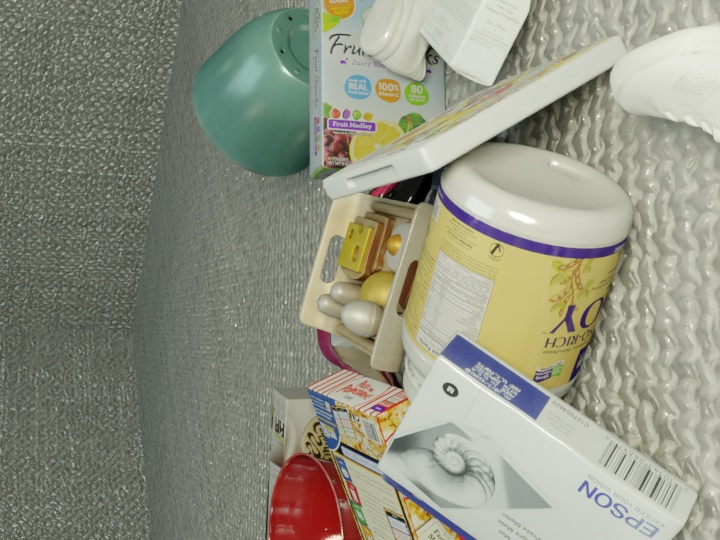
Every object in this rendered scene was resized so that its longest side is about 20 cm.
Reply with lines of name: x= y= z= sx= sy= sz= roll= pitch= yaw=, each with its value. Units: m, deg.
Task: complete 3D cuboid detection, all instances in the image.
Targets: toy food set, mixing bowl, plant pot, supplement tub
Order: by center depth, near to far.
supplement tub: x=0.113 y=0.017 z=0.769 sx=0.145 sy=0.145 sz=0.200 roll=-119 pitch=36 yaw=-55
toy food set: x=0.000 y=0.000 z=0.898 sx=0.200 sy=0.060 sz=0.144 roll=22 pitch=96 yaw=66
mixing bowl: x=-0.020 y=0.311 z=1.147 sx=0.200 sy=0.108 sz=0.200 roll=-17 pitch=71 yaw=60
plant pot: x=-0.099 y=-0.251 z=1.322 sx=0.161 sy=0.200 sz=0.201 roll=-36 pitch=53 yaw=49

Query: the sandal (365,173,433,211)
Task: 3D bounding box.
sandal: x=0.036 y=-0.074 z=1.006 sx=0.200 sy=0.045 sz=0.075 roll=-59 pitch=-13 yaw=10

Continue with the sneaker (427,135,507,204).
sneaker: x=0.090 y=-0.063 z=0.959 sx=0.202 sy=0.077 sz=0.146 roll=-173 pitch=94 yaw=-79

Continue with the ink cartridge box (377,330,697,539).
ink cartridge box: x=0.111 y=0.169 z=0.733 sx=0.041 sy=0.200 sz=0.200 roll=-44 pitch=-18 yaw=-43

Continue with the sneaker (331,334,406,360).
sneaker: x=0.053 y=0.045 z=0.986 sx=0.200 sy=0.115 sz=0.074 roll=145 pitch=137 yaw=-68

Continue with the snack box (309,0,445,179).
snack box: x=0.018 y=-0.197 z=1.066 sx=0.053 sy=0.142 sz=0.200 roll=158 pitch=113 yaw=-69

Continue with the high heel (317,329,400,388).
high heel: x=-0.003 y=0.096 z=1.190 sx=0.096 sy=0.067 sz=0.200 roll=101 pitch=156 yaw=-51

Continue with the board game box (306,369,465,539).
board game box: x=0.029 y=0.200 z=0.913 sx=0.151 sy=0.046 sz=0.200 roll=9 pitch=120 yaw=63

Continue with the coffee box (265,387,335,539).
coffee box: x=-0.056 y=0.255 z=1.267 sx=0.080 sy=0.113 sz=0.200 roll=-168 pitch=82 yaw=-71

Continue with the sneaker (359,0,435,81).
sneaker: x=0.073 y=-0.294 z=1.035 sx=0.075 sy=0.088 sz=0.200 roll=13 pitch=76 yaw=57

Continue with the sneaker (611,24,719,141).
sneaker: x=0.220 y=-0.100 z=0.583 sx=0.200 sy=0.075 sz=0.089 roll=177 pitch=83 yaw=-69

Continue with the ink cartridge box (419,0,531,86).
ink cartridge box: x=0.129 y=-0.282 z=0.900 sx=0.200 sy=0.047 sz=0.160 roll=-62 pitch=17 yaw=19

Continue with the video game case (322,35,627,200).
video game case: x=0.085 y=-0.119 z=0.794 sx=0.023 sy=0.200 sz=0.182 roll=63 pitch=157 yaw=-9
